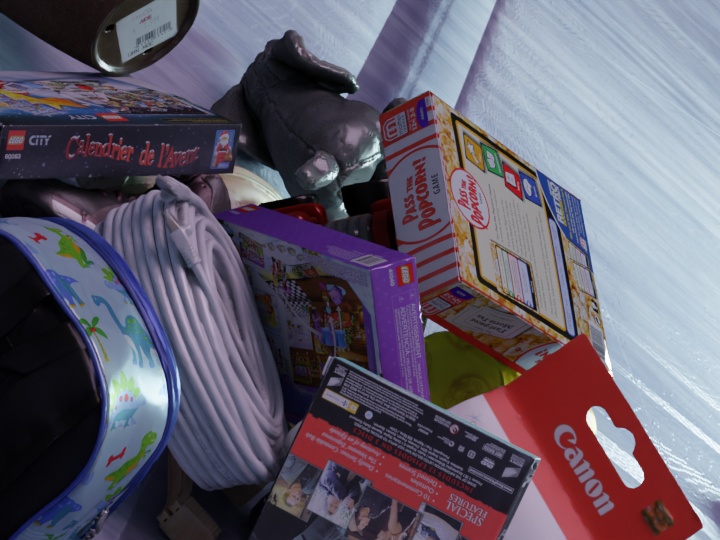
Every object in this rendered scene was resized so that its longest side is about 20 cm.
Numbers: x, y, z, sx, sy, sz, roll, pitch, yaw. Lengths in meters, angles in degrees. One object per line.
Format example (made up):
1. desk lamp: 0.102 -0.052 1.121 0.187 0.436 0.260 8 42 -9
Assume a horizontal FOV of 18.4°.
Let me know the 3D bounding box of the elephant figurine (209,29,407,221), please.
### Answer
1. elephant figurine: -0.056 -0.134 1.856 0.141 0.155 0.200 -34 68 -22

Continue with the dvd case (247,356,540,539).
1. dvd case: 0.004 0.172 1.361 0.146 0.200 0.022 25 2 18

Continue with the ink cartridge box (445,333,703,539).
1. ink cartridge box: 0.099 0.157 1.479 0.163 0.200 0.057 60 19 21

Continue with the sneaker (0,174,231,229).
1. sneaker: -0.160 -0.044 1.541 0.200 0.076 0.116 39 61 -40

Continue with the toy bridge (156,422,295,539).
1. toy bridge: -0.093 0.128 1.514 0.067 0.027 0.200 48 25 -1

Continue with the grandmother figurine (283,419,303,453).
1. grandmother figurine: 0.016 0.180 1.412 0.061 0.121 0.200 -31 90 -40

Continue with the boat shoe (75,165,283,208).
1. boat shoe: -0.130 -0.043 1.650 0.200 0.072 0.065 18 51 -49

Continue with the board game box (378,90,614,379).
1. board game box: 0.096 -0.015 1.533 0.200 0.046 0.152 32 42 -47

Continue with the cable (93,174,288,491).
1. cable: -0.104 0.045 1.418 0.200 0.069 0.200 26 45 -83

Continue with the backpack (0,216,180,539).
1. backpack: -0.196 0.070 1.221 0.183 0.200 0.147 56 26 15

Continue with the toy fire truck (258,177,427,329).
1. toy fire truck: 0.000 0.000 1.579 0.200 0.176 0.129 -11 91 -80

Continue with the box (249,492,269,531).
1. box: 0.014 0.249 1.501 0.200 0.044 0.160 35 29 -29

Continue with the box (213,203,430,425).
1. box: -0.028 0.040 1.486 0.039 0.137 0.200 -17 21 -31

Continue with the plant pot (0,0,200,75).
1. plant pot: -0.208 -0.241 1.616 0.200 0.187 0.187 50 23 24

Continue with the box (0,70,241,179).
1. box: -0.201 -0.100 1.512 0.200 0.038 0.137 -4 22 -43

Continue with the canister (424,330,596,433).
1. canister: 0.085 0.131 1.630 0.087 0.149 0.200 36 5 28
